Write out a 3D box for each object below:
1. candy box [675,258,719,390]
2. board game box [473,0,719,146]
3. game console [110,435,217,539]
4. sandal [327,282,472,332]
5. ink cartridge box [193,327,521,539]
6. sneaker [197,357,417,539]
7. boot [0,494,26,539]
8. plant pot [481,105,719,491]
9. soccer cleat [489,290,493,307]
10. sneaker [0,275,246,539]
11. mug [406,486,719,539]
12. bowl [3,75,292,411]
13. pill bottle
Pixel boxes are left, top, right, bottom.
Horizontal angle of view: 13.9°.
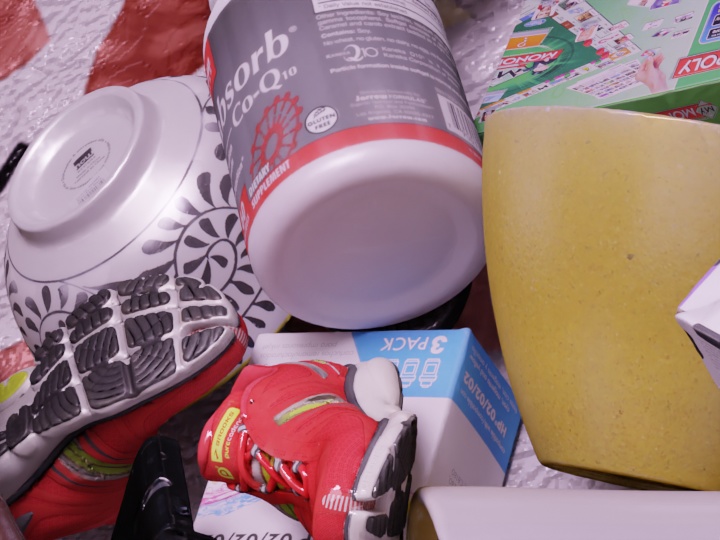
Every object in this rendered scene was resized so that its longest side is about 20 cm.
[{"bbox_3d":[0.231,0.026,1.167,0.168,0.200,0.072,-48,46,-12],"label":"candy box"},{"bbox_3d":[0.153,-0.117,1.360,0.200,0.029,0.135,-10,43,39],"label":"board game box"},{"bbox_3d":[-0.058,0.198,1.245,0.176,0.116,0.200,-111,36,-68],"label":"game console"},{"bbox_3d":[0.000,0.000,1.446,0.075,0.045,0.200,-41,30,-14],"label":"sandal"},{"bbox_3d":[-0.012,0.126,1.321,0.115,0.068,0.200,-3,53,29],"label":"ink cartridge box"},{"bbox_3d":[-0.024,0.082,1.209,0.085,0.077,0.200,7,9,-6],"label":"sneaker"},{"bbox_3d":[-0.248,0.101,1.323,0.186,0.064,0.200,-16,69,-15],"label":"boot"},{"bbox_3d":[0.137,0.023,1.255,0.200,0.200,0.142,7,82,34],"label":"plant pot"},{"bbox_3d":[0.116,-0.050,1.406,0.076,0.067,0.200,2,54,58],"label":"soccer cleat"},{"bbox_3d":[-0.122,0.075,1.393,0.200,0.085,0.077,-35,37,25],"label":"sneaker"},{"bbox_3d":[0.102,0.138,1.185,0.153,0.149,0.187,-7,50,-7],"label":"mug"},{"bbox_3d":[-0.113,-0.029,1.462,0.201,0.094,0.201,-29,38,26],"label":"bowl"},{"bbox_3d":[-0.011,-0.080,1.376,0.116,0.116,0.200,-25,48,10],"label":"pill bottle"}]
